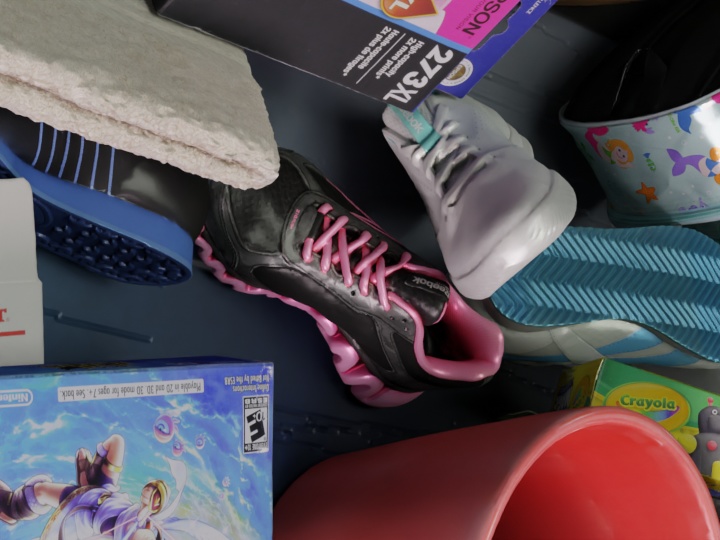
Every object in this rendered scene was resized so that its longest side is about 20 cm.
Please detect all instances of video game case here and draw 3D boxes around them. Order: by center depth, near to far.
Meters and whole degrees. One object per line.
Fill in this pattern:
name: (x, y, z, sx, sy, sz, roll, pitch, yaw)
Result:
video game case: (-0.117, 0.130, 0.798, 0.200, 0.045, 0.182, 0, 92, -49)

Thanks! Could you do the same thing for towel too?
towel: (-0.127, -0.107, 0.829, 0.200, 0.034, 0.133, 20, 38, -35)

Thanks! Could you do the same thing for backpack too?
backpack: (0.222, -0.095, 1.130, 0.200, 0.177, 0.151, -35, 108, -35)

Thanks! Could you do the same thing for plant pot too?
plant pot: (0.053, 0.165, 0.960, 0.200, 0.177, 0.201, 2, 88, -45)

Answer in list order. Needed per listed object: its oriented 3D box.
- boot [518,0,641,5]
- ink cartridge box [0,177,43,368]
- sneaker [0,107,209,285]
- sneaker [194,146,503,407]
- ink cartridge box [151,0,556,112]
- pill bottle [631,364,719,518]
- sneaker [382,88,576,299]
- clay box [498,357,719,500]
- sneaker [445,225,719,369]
boot: (0.097, -0.227, 1.076, 0.200, 0.073, 0.156, -5, 94, -46)
ink cartridge box: (-0.193, 0.062, 0.797, 0.117, 0.067, 0.200, -3, 93, -46)
sneaker: (-0.145, -0.064, 0.851, 0.200, 0.070, 0.078, 32, 57, -41)
sneaker: (0.000, 0.000, 0.968, 0.200, 0.095, 0.079, 41, 66, -35)
ink cartridge box: (0.009, -0.128, 0.890, 0.200, 0.095, 0.037, 15, 42, -40)
pill bottle: (0.246, 0.111, 1.194, 0.200, 0.116, 0.116, 19, 77, -42)
sneaker: (0.048, -0.051, 0.977, 0.075, 0.200, 0.088, -42, 106, 8)
clay box: (0.179, 0.091, 1.032, 0.200, 0.115, 0.048, 19, 82, -3)
sneaker: (0.134, 0.018, 1.081, 0.200, 0.081, 0.077, 10, 69, -27)
